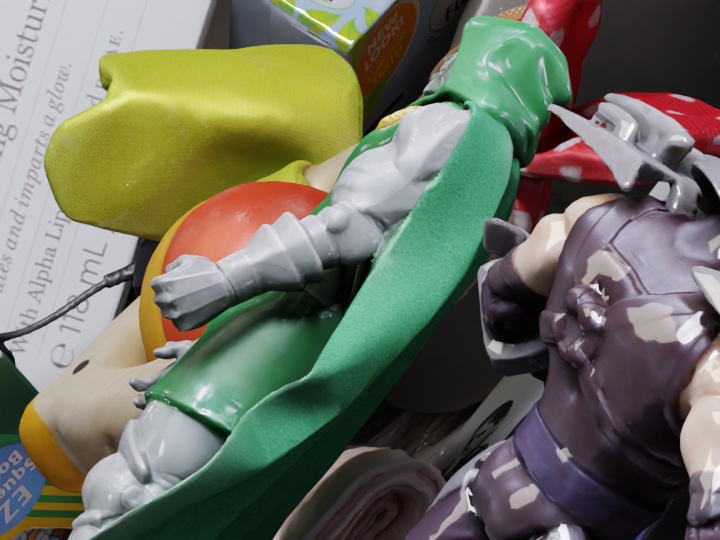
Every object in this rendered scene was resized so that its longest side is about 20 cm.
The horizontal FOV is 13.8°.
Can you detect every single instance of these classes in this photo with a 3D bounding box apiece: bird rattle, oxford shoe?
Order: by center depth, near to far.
[{"bbox_3d":[0.000,0.000,0.735,0.199,0.113,0.163,-6,33,49],"label":"bird rattle"},{"bbox_3d":[0.071,-0.047,0.865,0.200,0.071,0.071,-41,14,15],"label":"oxford shoe"}]

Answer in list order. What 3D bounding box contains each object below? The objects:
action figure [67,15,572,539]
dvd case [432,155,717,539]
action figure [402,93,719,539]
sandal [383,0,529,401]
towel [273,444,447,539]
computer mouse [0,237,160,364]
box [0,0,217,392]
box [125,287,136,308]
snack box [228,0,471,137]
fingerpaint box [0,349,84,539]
[{"bbox_3d":[-0.021,0.024,0.614,0.200,0.055,0.118,-50,-9,-18],"label":"action figure"},{"bbox_3d":[0.073,0.021,0.705,0.200,0.025,0.150,-49,11,-31],"label":"dvd case"},{"bbox_3d":[0.033,0.049,0.557,0.200,0.069,0.130,-50,23,13],"label":"action figure"},{"bbox_3d":[0.041,-0.044,0.931,0.200,0.082,0.055,-47,-10,-6],"label":"sandal"},{"bbox_3d":[-0.061,0.119,0.718,0.191,0.032,0.200,-52,9,-9],"label":"towel"},{"bbox_3d":[-0.071,0.011,0.868,0.199,0.034,0.059,-25,-41,-19],"label":"computer mouse"},{"bbox_3d":[-0.132,-0.058,0.989,0.200,0.130,0.200,161,126,-77],"label":"box"},{"bbox_3d":[-0.133,0.042,1.194,0.197,0.117,0.200,-44,11,-6],"label":"box"},{"bbox_3d":[0.013,-0.070,1.024,0.142,0.053,0.200,-49,-18,-29],"label":"snack box"},{"bbox_3d":[-0.151,0.112,0.810,0.200,0.167,0.073,-44,54,-8],"label":"fingerpaint box"}]
